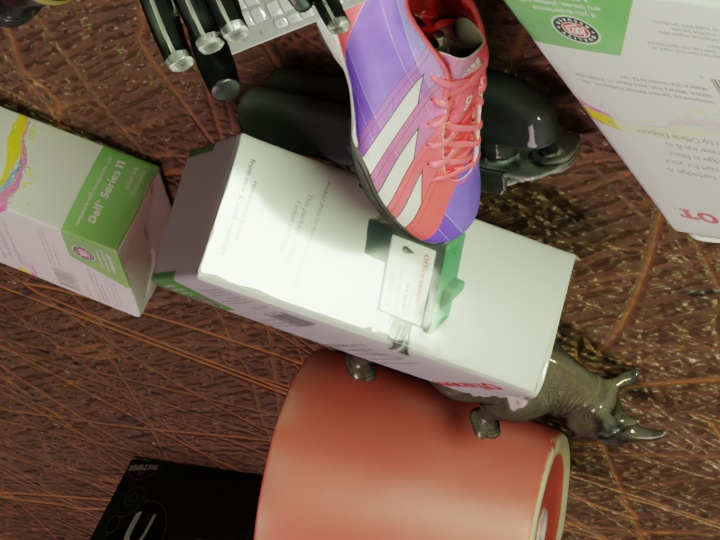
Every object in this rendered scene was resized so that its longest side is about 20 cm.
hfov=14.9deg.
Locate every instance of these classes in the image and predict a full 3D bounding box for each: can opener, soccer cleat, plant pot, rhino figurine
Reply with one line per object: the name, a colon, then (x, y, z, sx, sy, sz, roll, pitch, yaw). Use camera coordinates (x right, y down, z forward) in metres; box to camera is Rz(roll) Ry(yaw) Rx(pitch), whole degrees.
can opener: (0.025, -0.081, 1.421, 0.199, 0.053, 0.067, 10, 121, 35)
soccer cleat: (0.032, -0.086, 1.303, 0.073, 0.068, 0.201, 12, 138, 33)
plant pot: (0.039, 0.162, 1.822, 0.176, 0.201, 0.201, 9, 157, 13)
rhino figurine: (0.093, 0.065, 1.673, 0.199, 0.060, 0.088, 23, 150, 0)

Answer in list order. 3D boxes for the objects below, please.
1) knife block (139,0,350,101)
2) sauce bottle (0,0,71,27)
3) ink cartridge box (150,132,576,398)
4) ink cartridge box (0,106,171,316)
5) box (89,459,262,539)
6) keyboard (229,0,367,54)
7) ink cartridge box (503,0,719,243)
knife block: (-0.080, -0.157, 1.146, 0.199, 0.176, 0.064, 13, 156, 34)
sauce bottle: (-0.157, -0.169, 1.388, 0.066, 0.066, 0.200, 30, 163, -12)
ink cartridge box: (0.000, 0.000, 1.508, 0.199, 0.085, 0.146, 19, 174, -14)
ink cartridge box: (-0.223, -0.052, 1.762, 0.199, 0.068, 0.117, 21, 161, 11)
box: (-0.127, 0.259, 2.317, 0.199, 0.149, 0.124, 2, 149, 49)
keyboard: (-0.005, -0.147, 1.222, 0.199, 0.011, 0.056, -17, 108, 42)
ink cartridge box: (0.166, -0.089, 1.144, 0.145, 0.088, 0.200, 11, 154, 38)
